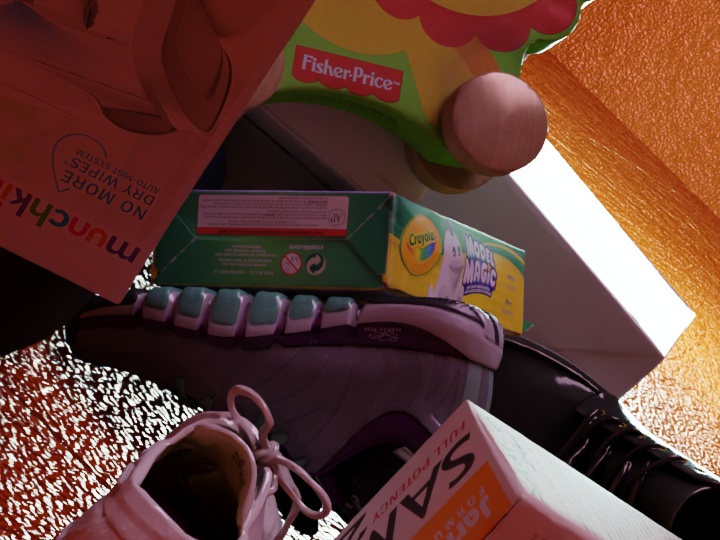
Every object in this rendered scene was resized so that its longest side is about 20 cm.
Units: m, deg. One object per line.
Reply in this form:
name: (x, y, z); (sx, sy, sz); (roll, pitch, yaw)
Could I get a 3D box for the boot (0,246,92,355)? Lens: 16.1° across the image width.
boot: (-0.215, -0.053, 1.036); (0.200, 0.064, 0.186); (43, 14, 25)

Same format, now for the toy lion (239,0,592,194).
toy lion: (0.017, -0.142, 1.148); (0.199, 0.192, 0.069); (12, -12, -17)

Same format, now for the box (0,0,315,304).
box: (-0.134, -0.115, 0.956); (0.200, 0.177, 0.097); (28, 31, -14)

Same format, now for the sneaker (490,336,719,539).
sneaker: (0.118, 0.090, 1.220); (0.200, 0.075, 0.106); (38, -11, 2)

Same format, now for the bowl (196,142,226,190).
bowl: (-0.140, -0.102, 1.238); (0.201, 0.039, 0.201); (43, -21, 20)

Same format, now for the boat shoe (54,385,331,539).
boat shoe: (-0.057, 0.085, 0.978); (0.075, 0.086, 0.202); (44, 13, 10)

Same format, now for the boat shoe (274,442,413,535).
boat shoe: (-0.023, 0.082, 1.151); (0.200, 0.062, 0.075); (33, -12, 38)

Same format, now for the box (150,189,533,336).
box: (0.000, 0.000, 1.171); (0.117, 0.049, 0.200); (2, -9, 22)

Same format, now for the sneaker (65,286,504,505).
sneaker: (-0.039, 0.054, 1.086); (0.199, 0.088, 0.074); (1, -8, 22)

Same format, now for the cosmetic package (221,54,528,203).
cosmetic package: (0.005, -0.128, 1.276); (0.123, 0.200, 0.200); (40, -12, -13)

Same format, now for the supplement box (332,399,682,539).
supplement box: (0.081, 0.158, 1.059); (0.200, 0.126, 0.074); (35, 16, -32)

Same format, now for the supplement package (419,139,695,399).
supplement package: (0.073, 0.027, 1.389); (0.151, 0.152, 0.200); (49, 13, 3)

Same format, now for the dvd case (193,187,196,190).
dvd case: (-0.146, -0.086, 1.195); (0.200, 0.018, 0.143); (36, -25, 37)
